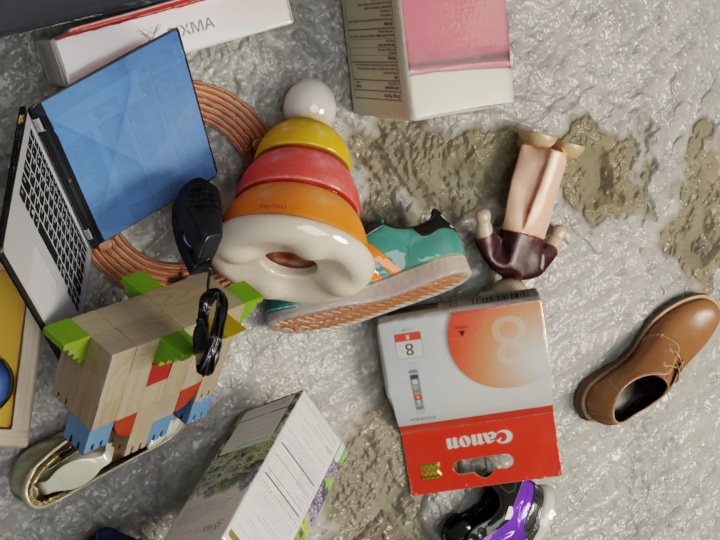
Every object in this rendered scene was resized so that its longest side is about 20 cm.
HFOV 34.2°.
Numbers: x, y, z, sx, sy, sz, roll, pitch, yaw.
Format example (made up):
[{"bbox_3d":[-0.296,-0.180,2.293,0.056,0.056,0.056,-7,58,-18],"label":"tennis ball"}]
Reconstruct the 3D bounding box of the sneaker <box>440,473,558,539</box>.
[{"bbox_3d":[0.120,0.299,1.212,0.099,0.070,0.201,25,85,-18],"label":"sneaker"}]

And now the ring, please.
[{"bbox_3d":[-0.159,-0.070,1.048,0.199,0.019,0.201,-4,101,-22],"label":"ring"}]

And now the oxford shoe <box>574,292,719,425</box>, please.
[{"bbox_3d":[0.326,0.101,1.261,0.200,0.071,0.071,-41,111,-14],"label":"oxford shoe"}]

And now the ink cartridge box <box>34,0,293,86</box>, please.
[{"bbox_3d":[-0.149,-0.195,0.944,0.199,0.176,0.045,-20,106,-19],"label":"ink cartridge box"}]

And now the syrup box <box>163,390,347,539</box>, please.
[{"bbox_3d":[-0.091,0.202,1.028,0.082,0.079,0.200,56,32,-19],"label":"syrup box"}]

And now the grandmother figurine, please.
[{"bbox_3d":[0.162,-0.036,1.171,0.121,0.061,0.201,12,93,-24],"label":"grandmother figurine"}]

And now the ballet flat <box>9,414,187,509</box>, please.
[{"bbox_3d":[-0.214,0.151,1.038,0.200,0.062,0.068,-33,110,-15],"label":"ballet flat"}]

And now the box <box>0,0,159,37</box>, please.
[{"bbox_3d":[-0.176,-0.257,0.875,0.196,0.200,0.118,-12,105,7],"label":"box"}]

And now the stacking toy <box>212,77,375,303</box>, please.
[{"bbox_3d":[-0.049,-0.083,1.034,0.146,0.146,0.201,21,62,-25],"label":"stacking toy"}]

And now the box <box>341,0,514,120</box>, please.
[{"bbox_3d":[0.054,-0.243,1.050,0.108,0.128,0.201,-12,105,-22],"label":"box"}]

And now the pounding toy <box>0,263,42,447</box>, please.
[{"bbox_3d":[-0.345,0.031,0.917,0.183,0.142,0.201,6,97,-25],"label":"pounding toy"}]

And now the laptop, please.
[{"bbox_3d":[-0.188,-0.049,0.918,0.115,0.188,0.201,-3,57,3],"label":"laptop"}]

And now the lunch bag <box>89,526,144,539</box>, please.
[{"bbox_3d":[-0.184,0.314,1.038,0.200,0.136,0.133,33,87,-25],"label":"lunch bag"}]

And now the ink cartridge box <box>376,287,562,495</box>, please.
[{"bbox_3d":[0.109,0.127,1.149,0.161,0.050,0.201,-9,101,5],"label":"ink cartridge box"}]

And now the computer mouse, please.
[{"bbox_3d":[-0.132,0.000,0.930,0.034,0.201,0.059,15,129,-25],"label":"computer mouse"}]

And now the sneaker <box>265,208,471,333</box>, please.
[{"bbox_3d":[0.000,0.000,1.109,0.199,0.071,0.080,-16,70,-8],"label":"sneaker"}]

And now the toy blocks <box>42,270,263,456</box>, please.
[{"bbox_3d":[-0.179,0.087,0.962,0.200,0.100,0.137,-22,141,-52],"label":"toy blocks"}]
